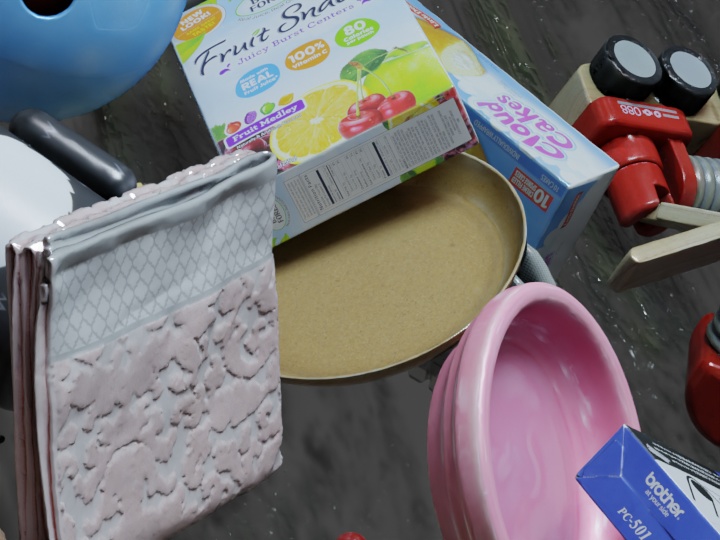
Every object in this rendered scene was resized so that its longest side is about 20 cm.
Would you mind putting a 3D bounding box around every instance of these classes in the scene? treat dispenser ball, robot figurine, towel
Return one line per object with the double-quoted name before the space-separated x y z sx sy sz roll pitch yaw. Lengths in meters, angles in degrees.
"treat dispenser ball" -0.201 -0.188 1.449 0.201 0.201 0.201 20 33 -13
"robot figurine" -0.195 -0.007 1.269 0.200 0.125 0.150 35 19 10
"towel" -0.102 0.050 1.215 0.032 0.191 0.200 12 23 31

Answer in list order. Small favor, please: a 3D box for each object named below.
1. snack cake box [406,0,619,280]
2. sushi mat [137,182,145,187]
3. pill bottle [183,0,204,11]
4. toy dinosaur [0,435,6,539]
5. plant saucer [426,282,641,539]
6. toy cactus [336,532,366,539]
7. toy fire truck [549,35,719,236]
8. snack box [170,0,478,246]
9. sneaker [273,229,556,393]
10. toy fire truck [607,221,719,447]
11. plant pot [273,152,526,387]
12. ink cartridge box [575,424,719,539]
"snack cake box" 0.056 -0.078 1.570 0.200 0.115 0.067 40 35 20
"sushi mat" -0.112 0.012 1.411 0.096 0.012 0.200 14 35 -24
"pill bottle" -0.124 -0.242 1.667 0.113 0.113 0.200 35 32 10
"toy dinosaur" -0.204 0.117 1.140 0.200 0.086 0.136 60 6 18
"plant saucer" 0.094 0.109 1.315 0.200 0.051 0.201 29 55 -53
"toy cactus" -0.011 0.198 1.167 0.165 0.102 0.200 10 44 -11
"toy fire truck" 0.244 -0.062 1.688 0.176 0.129 0.200 7 49 -30
"snack box" -0.028 -0.115 1.461 0.142 0.053 0.200 -26 39 1
"sneaker" 0.045 0.007 1.440 0.200 0.116 0.075 27 32 -2
"toy fire truck" 0.241 0.032 1.497 0.200 0.176 0.129 25 33 -5
"plant pot" 0.000 0.000 1.389 0.200 0.027 0.200 -10 41 9
"ink cartridge box" 0.206 0.154 1.348 0.200 0.044 0.094 28 18 -53
